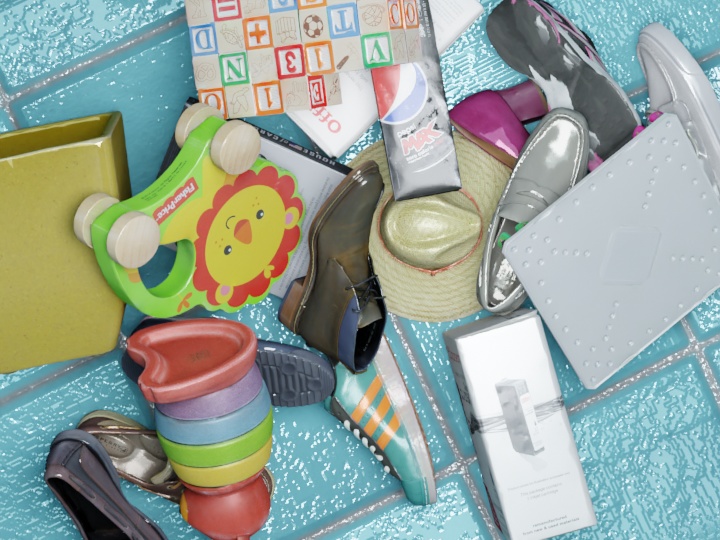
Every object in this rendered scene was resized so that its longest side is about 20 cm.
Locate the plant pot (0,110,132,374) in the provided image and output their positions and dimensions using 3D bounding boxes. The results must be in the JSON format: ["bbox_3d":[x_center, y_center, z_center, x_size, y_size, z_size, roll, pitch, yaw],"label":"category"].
[{"bbox_3d":[-0.295,-0.020,1.577,0.195,0.194,0.201,-12,103,-2],"label":"plant pot"}]

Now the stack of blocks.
[{"bbox_3d":[-0.049,-0.198,1.516,0.200,0.059,0.116,-4,97,28],"label":"stack of blocks"}]

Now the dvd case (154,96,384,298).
[{"bbox_3d":[-0.096,-0.058,1.626,0.200,0.025,0.151,24,119,-3],"label":"dvd case"}]

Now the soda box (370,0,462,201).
[{"bbox_3d":[0.043,-0.166,1.556,0.063,0.071,0.201,-11,94,2],"label":"soda box"}]

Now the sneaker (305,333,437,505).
[{"bbox_3d":[0.011,0.137,1.648,0.080,0.071,0.200,-22,87,3],"label":"sneaker"}]

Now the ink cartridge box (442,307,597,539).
[{"bbox_3d":[0.145,0.142,1.612,0.084,0.144,0.201,-15,91,-2],"label":"ink cartridge box"}]

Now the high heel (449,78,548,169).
[{"bbox_3d":[0.158,-0.080,1.644,0.096,0.067,0.200,-21,78,-15],"label":"high heel"}]

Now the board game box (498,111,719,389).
[{"bbox_3d":[0.242,-0.018,1.594,0.200,0.026,0.200,-38,125,-5],"label":"board game box"}]

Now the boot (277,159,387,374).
[{"bbox_3d":[0.000,0.000,1.565,0.097,0.075,0.200,42,130,23],"label":"boot"}]

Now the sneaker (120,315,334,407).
[{"bbox_3d":[-0.119,0.074,1.625,0.199,0.082,0.070,10,125,2],"label":"sneaker"}]

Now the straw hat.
[{"bbox_3d":[0.066,-0.042,1.634,0.200,0.085,0.202,0,91,-2],"label":"straw hat"}]

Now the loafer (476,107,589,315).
[{"bbox_3d":[0.158,-0.052,1.586,0.070,0.070,0.200,20,102,9],"label":"loafer"}]

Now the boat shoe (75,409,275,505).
[{"bbox_3d":[-0.178,0.186,1.637,0.200,0.072,0.072,22,90,-2],"label":"boat shoe"}]

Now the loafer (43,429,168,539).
[{"bbox_3d":[-0.237,0.242,1.612,0.072,0.063,0.200,-18,115,24],"label":"loafer"}]

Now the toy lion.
[{"bbox_3d":[-0.135,-0.033,1.524,0.200,0.069,0.192,-44,137,-23],"label":"toy lion"}]

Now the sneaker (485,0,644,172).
[{"bbox_3d":[0.209,-0.182,1.634,0.080,0.086,0.200,-34,90,33],"label":"sneaker"}]

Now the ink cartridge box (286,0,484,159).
[{"bbox_3d":[-0.006,-0.223,1.628,0.200,0.083,0.147,-45,93,0],"label":"ink cartridge box"}]

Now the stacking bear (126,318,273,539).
[{"bbox_3d":[-0.131,0.155,1.558,0.113,0.121,0.200,-14,117,-10],"label":"stacking bear"}]

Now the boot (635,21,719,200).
[{"bbox_3d":[0.293,-0.129,1.646,0.095,0.074,0.200,-30,93,-8],"label":"boot"}]
